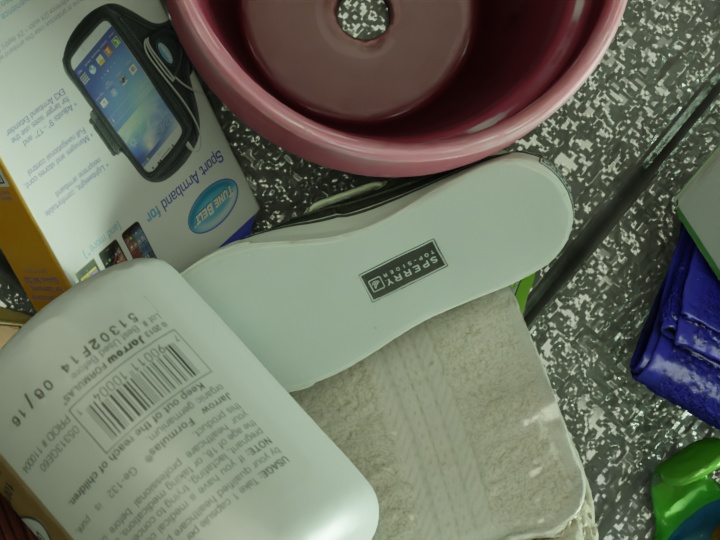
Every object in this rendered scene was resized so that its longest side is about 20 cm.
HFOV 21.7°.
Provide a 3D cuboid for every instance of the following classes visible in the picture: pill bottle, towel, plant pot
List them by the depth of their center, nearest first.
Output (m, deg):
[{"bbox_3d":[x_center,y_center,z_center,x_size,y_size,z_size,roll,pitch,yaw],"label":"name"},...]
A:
[{"bbox_3d":[-0.058,0.101,0.754,0.114,0.114,0.200,-42,76,-8],"label":"pill bottle"},{"bbox_3d":[0.021,0.065,0.847,0.132,0.034,0.200,-25,53,7],"label":"towel"},{"bbox_3d":[0.006,-0.135,0.848,0.200,0.179,0.200,1,86,-7],"label":"plant pot"},{"bbox_3d":[0.233,0.043,0.891,0.200,0.050,0.148,31,46,-4],"label":"towel"}]

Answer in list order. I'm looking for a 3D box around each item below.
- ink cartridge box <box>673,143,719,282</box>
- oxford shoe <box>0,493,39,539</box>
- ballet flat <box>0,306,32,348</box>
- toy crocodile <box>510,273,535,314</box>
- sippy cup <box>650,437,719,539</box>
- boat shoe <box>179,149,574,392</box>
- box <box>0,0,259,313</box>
[{"bbox_3d":[0.268,-0.015,0.861,0.200,0.083,0.147,-15,64,-32],"label":"ink cartridge box"},{"bbox_3d":[-0.144,0.120,0.827,0.200,0.075,0.070,4,43,-36],"label":"oxford shoe"},{"bbox_3d":[-0.167,0.046,0.873,0.200,0.063,0.069,2,87,-6],"label":"ballet flat"},{"bbox_3d":[0.036,0.086,0.896,0.067,0.062,0.200,11,77,30],"label":"toy crocodile"},{"bbox_3d":[0.204,0.169,0.871,0.178,0.130,0.140,23,84,-5],"label":"sippy cup"},{"bbox_3d":[0.000,0.000,0.842,0.200,0.064,0.071,-19,102,6],"label":"boat shoe"},{"bbox_3d":[-0.122,-0.059,0.844,0.119,0.041,0.200,-45,123,-38],"label":"box"}]
